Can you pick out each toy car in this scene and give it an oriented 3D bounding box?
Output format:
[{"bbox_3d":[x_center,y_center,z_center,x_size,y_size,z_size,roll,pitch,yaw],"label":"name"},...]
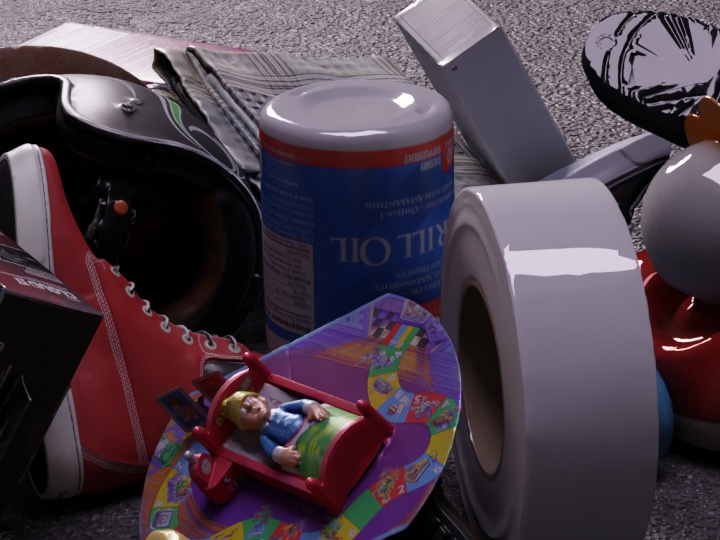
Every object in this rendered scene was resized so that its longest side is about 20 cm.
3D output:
[{"bbox_3d":[0.201,-0.010,1.578,0.184,0.201,0.177,-9,22,-20],"label":"toy car"}]

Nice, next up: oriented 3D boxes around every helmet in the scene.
[{"bbox_3d":[-0.166,-0.029,1.670,0.199,0.201,0.191,-13,21,-28],"label":"helmet"}]

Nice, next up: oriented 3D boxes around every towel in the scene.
[{"bbox_3d":[-0.017,-0.092,1.788,0.199,0.035,0.193,0,38,-34],"label":"towel"}]

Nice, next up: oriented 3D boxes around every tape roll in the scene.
[{"bbox_3d":[0.094,0.053,1.417,0.071,0.203,0.203,-6,21,-10],"label":"tape roll"}]

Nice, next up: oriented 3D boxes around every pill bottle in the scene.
[{"bbox_3d":[0.000,0.000,1.564,0.112,0.201,0.112,-2,21,1],"label":"pill bottle"}]

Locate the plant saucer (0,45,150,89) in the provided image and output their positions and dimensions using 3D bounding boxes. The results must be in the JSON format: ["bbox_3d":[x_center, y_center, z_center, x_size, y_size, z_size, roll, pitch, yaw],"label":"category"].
[{"bbox_3d":[-0.217,-0.062,1.787,0.199,0.201,0.035,-4,46,-7],"label":"plant saucer"}]

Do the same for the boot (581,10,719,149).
[{"bbox_3d":[0.223,-0.069,1.655,0.198,0.163,0.074,16,60,7],"label":"boot"}]

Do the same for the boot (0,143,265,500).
[{"bbox_3d":[-0.130,0.021,1.547,0.144,0.201,0.072,-9,-7,-21],"label":"boot"}]

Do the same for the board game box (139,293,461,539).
[{"bbox_3d":[-0.043,0.086,1.398,0.200,0.039,0.158,-27,42,20],"label":"board game box"}]

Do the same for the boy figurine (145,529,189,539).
[{"bbox_3d":[-0.061,0.181,1.282,0.124,0.065,0.200,-15,24,-31],"label":"boy figurine"}]

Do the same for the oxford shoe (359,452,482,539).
[{"bbox_3d":[0.020,0.124,1.422,0.084,0.073,0.200,4,21,-37],"label":"oxford shoe"}]

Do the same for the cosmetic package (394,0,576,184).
[{"bbox_3d":[0.099,-0.092,1.797,0.051,0.200,0.083,-34,37,-2],"label":"cosmetic package"}]

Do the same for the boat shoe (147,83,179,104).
[{"bbox_3d":[-0.200,-0.076,1.847,0.200,0.072,0.065,-33,39,23],"label":"boat shoe"}]

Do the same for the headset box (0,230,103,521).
[{"bbox_3d":[-0.238,0.046,1.475,0.077,0.149,0.200,17,15,-47],"label":"headset box"}]

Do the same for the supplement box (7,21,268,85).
[{"bbox_3d":[-0.154,-0.091,1.918,0.199,0.131,0.103,10,23,30],"label":"supplement box"}]

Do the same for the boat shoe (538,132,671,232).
[{"bbox_3d":[0.133,-0.025,1.681,0.073,0.068,0.199,-22,8,45],"label":"boat shoe"}]
